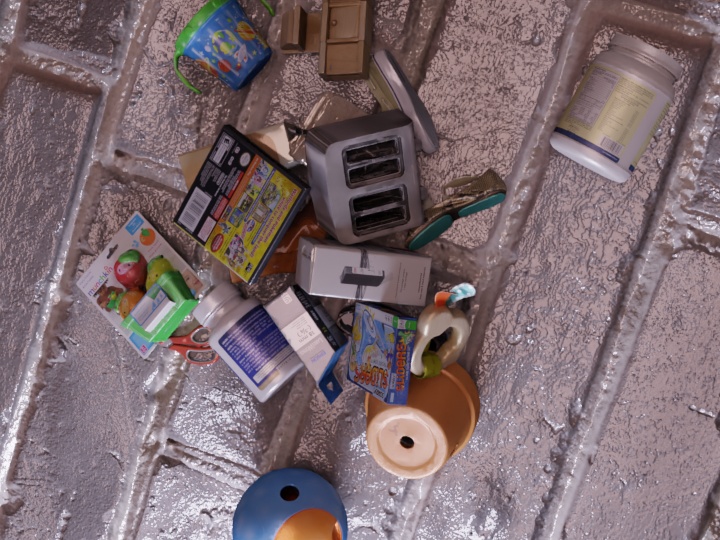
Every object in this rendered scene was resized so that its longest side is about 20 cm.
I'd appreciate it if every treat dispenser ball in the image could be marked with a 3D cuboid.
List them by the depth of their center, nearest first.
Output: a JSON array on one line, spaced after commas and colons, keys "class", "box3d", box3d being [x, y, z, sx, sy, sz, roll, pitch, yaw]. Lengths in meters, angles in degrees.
[{"class": "treat dispenser ball", "box3d": [-0.120, 0.442, 1.658, 0.199, 0.201, 0.203, 1, 94, 10]}]

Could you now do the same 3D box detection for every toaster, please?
[{"class": "toaster", "box3d": [0.003, -0.154, 1.573, 0.199, 0.119, 0.182, -15, 113, -16]}]

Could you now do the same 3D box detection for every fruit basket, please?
[{"class": "fruit basket", "box3d": [-0.398, 0.026, 1.735, 0.200, 0.094, 0.185, 44, 100, 8]}]

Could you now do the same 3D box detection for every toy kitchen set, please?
[{"class": "toy kitchen set", "box3d": [-0.081, -0.434, 1.590, 0.162, 0.180, 0.202, 1, 83, 17]}]

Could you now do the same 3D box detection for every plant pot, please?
[{"class": "plant pot", "box3d": [0.092, 0.253, 1.612, 0.198, 0.140, 0.202, 6, 114, 14]}]

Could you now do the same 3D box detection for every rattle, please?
[{"class": "rattle", "box3d": [0.104, 0.064, 1.542, 0.129, 0.143, 0.201, -16, 135, -11]}]

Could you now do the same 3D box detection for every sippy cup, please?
[{"class": "sippy cup", "box3d": [-0.227, -0.387, 1.662, 0.130, 0.140, 0.178, 43, 125, -6]}]

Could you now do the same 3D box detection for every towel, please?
[{"class": "towel", "box3d": [-0.016, -0.204, 1.632, 0.199, 0.034, 0.133, 31, 97, -28]}]

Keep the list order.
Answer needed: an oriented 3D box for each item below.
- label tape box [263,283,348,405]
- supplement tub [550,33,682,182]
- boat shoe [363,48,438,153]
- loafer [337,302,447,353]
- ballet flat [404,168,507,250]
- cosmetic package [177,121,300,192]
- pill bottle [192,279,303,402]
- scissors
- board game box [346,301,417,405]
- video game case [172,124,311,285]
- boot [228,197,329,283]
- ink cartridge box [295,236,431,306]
[{"class": "label tape box", "box3d": [-0.073, 0.119, 1.657, 0.063, 0.144, 0.201, -35, 88, 8]}, {"class": "supplement tub", "box3d": [0.410, -0.258, 1.543, 0.144, 0.145, 0.201, 29, 98, 7]}, {"class": "boat shoe", "box3d": [0.067, -0.281, 1.650, 0.062, 0.072, 0.201, -32, 78, 24]}, {"class": "loafer", "box3d": [0.052, 0.103, 1.674, 0.198, 0.063, 0.072, 13, 98, 9]}, {"class": "ballet flat", "box3d": [0.152, -0.110, 1.648, 0.199, 0.068, 0.076, -30, 67, 5]}, {"class": "cosmetic package", "box3d": [-0.203, -0.193, 1.679, 0.199, 0.105, 0.072, -16, 91, 12]}, {"class": "pill bottle", "box3d": [-0.195, 0.119, 1.690, 0.120, 0.120, 0.200, -43, 86, 10]}, {"class": "scissors", "box3d": [-0.354, 0.139, 1.773, 0.198, 0.014, 0.074, -3, 94, 9]}, {"class": "board game box", "box3d": [0.032, 0.130, 1.561, 0.034, 0.200, 0.137, 6, 92, -20]}, {"class": "video game case", "box3d": [-0.200, -0.108, 1.606, 0.180, 0.025, 0.201, 38, 112, 12]}, {"class": "boot", "box3d": [-0.141, -0.078, 1.675, 0.198, 0.069, 0.190, -4, 106, -6]}, {"class": "ink cartridge box", "box3d": [0.000, 0.000, 1.602, 0.198, 0.144, 0.084, 7, 95, -14]}]
